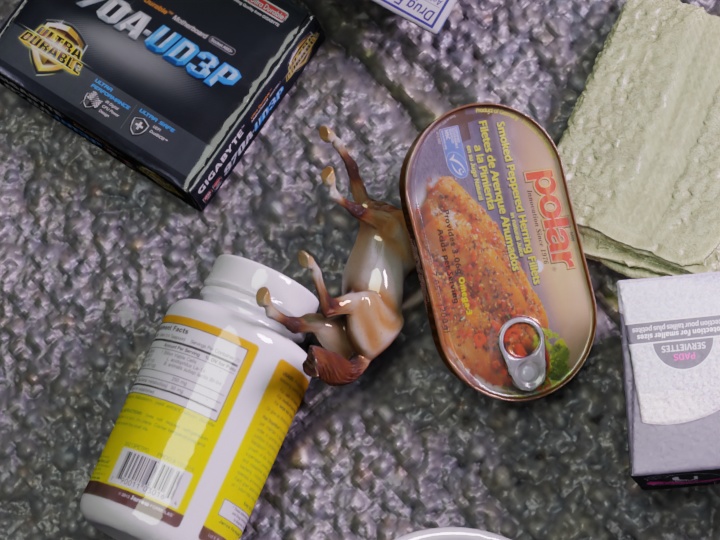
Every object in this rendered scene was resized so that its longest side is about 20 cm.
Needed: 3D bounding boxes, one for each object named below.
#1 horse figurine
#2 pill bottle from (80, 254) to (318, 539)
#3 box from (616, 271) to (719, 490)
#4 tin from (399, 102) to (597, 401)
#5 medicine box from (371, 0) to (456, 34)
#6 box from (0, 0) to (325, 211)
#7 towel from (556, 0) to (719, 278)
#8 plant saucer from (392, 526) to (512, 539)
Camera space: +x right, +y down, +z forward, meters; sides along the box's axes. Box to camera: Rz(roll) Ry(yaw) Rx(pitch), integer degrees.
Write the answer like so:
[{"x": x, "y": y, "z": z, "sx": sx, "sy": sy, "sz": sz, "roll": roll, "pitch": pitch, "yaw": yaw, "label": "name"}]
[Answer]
[{"x": 0.000, "y": 0.000, "z": 1.724, "sx": 0.050, "sy": 0.132, "sz": 0.201, "roll": -7, "pitch": 54, "yaw": 41, "label": "horse figurine"}, {"x": -0.102, "y": 0.095, "z": 1.725, "sx": 0.109, "sy": 0.109, "sz": 0.201, "roll": 21, "pitch": 77, "yaw": 17, "label": "pill bottle"}, {"x": 0.270, "y": 0.065, "z": 1.650, "sx": 0.198, "sy": 0.115, "sz": 0.133, "roll": -5, "pitch": 80, "yaw": 9, "label": "box"}, {"x": 0.092, "y": -0.012, "z": 1.722, "sx": 0.111, "sy": 0.042, "sz": 0.201, "roll": -13, "pitch": 92, "yaw": -6, "label": "tin"}, {"x": 0.020, "y": -0.297, "z": 1.761, "sx": 0.181, "sy": 0.103, "sz": 0.201, "roll": 27, "pitch": 108, "yaw": -10, "label": "medicine box"}, {"x": -0.150, "y": -0.159, "z": 1.853, "sx": 0.199, "sy": 0.046, "sz": 0.159, "roll": 33, "pitch": 81, "yaw": 19, "label": "box"}, {"x": 0.213, "y": -0.089, "z": 1.765, "sx": 0.148, "sy": 0.037, "sz": 0.201, "roll": 19, "pitch": 78, "yaw": 17, "label": "towel"}, {"x": 0.063, "y": 0.267, "z": 1.646, "sx": 0.199, "sy": 0.050, "sz": 0.201, "roll": 7, "pitch": 62, "yaw": -14, "label": "plant saucer"}]
